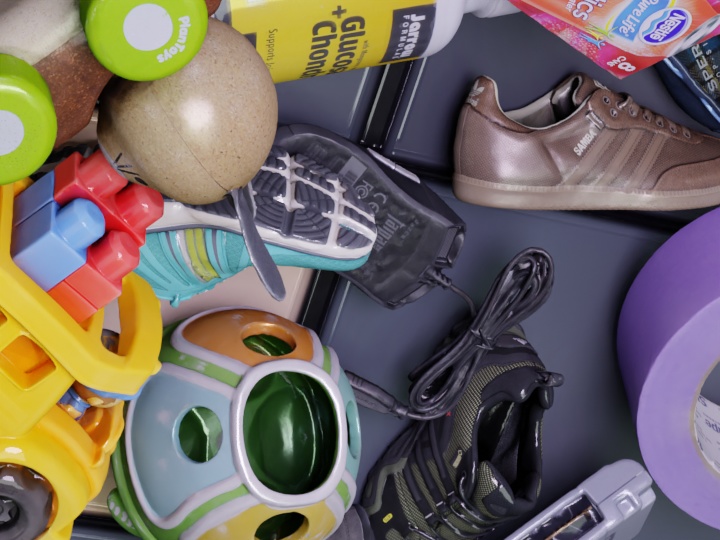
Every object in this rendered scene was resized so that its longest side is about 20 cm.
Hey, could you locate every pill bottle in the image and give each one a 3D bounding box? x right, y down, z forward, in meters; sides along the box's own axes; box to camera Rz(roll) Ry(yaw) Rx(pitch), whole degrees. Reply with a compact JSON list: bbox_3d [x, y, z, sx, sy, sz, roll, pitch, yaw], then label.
[{"bbox_3d":[-0.012,-0.161,1.241,0.198,0.112,0.113,-11,117,-17],"label":"pill bottle"}]

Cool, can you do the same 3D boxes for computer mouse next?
[{"bbox_3d":[0.000,0.000,1.355,0.199,0.046,0.141,28,110,-20],"label":"computer mouse"}]

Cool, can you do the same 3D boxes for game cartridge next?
[{"bbox_3d":[0.091,0.196,1.445,0.199,0.041,0.133,-35,161,-11],"label":"game cartridge"}]

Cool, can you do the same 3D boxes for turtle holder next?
[{"bbox_3d":[-0.069,0.112,1.299,0.140,0.132,0.187,26,73,-21],"label":"turtle holder"}]

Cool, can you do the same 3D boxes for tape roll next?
[{"bbox_3d":[0.257,0.058,1.409,0.198,0.085,0.201,-2,125,-3],"label":"tape roll"}]

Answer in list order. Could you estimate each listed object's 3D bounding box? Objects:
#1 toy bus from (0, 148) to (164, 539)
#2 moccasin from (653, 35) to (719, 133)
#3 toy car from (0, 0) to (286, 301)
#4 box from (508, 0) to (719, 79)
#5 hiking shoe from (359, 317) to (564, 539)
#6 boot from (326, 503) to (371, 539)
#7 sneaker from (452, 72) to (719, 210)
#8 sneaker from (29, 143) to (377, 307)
[{"bbox_3d":[-0.169,0.028,1.220,0.191,0.136,0.200,-32,125,17],"label":"toy bus"},{"bbox_3d":[0.188,-0.163,1.348,0.080,0.068,0.200,-40,119,-1],"label":"moccasin"},{"bbox_3d":[-0.104,-0.073,1.115,0.157,0.165,0.200,-34,122,6],"label":"toy car"},{"bbox_3d":[0.153,-0.216,1.230,0.095,0.099,0.201,31,56,-30],"label":"box"},{"bbox_3d":[0.059,0.131,1.410,0.075,0.101,0.201,11,108,-25],"label":"hiking shoe"},{"bbox_3d":[-0.065,0.230,1.406,0.131,0.070,0.202,16,95,-28],"label":"boot"},{"bbox_3d":[0.148,-0.077,1.372,0.198,0.070,0.076,-3,104,-26],"label":"sneaker"},{"bbox_3d":[-0.089,-0.022,1.279,0.198,0.078,0.080,4,126,6],"label":"sneaker"}]
